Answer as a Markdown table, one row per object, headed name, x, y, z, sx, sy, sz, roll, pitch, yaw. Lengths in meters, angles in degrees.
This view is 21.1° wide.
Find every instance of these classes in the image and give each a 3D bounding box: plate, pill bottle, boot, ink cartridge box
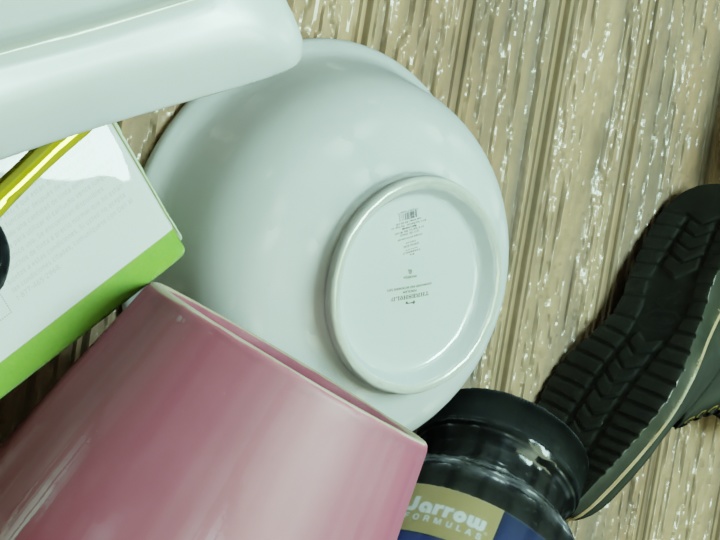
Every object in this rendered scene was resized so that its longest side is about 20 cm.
| name | x | y | z | sx | sy | sz | roll | pitch | yaw |
| --- | --- | --- | --- | --- | --- | --- | --- | --- | --- |
| plate | -0.132 | -0.140 | 0.674 | 0.199 | 0.032 | 0.200 | -21 | 81 | -33 |
| pill bottle | 0.036 | 0.158 | 0.891 | 0.112 | 0.111 | 0.201 | 52 | 48 | -33 |
| boot | 0.178 | 0.074 | 1.034 | 0.200 | 0.077 | 0.138 | -53 | 130 | -15 |
| ink cartridge box | -0.180 | -0.050 | 0.728 | 0.148 | 0.076 | 0.201 | -39 | 115 | -24 |

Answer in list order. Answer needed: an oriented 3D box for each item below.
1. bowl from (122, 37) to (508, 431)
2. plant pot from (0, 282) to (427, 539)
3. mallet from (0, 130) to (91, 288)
| name | x | y | z | sx | sy | sz | roll | pitch | yaw |
| --- | --- | --- | --- | --- | --- | --- | --- | --- | --- |
| bowl | 0.000 | 0.000 | 0.867 | 0.200 | 0.090 | 0.202 | -10 | 106 | -36 |
| plant pot | -0.072 | 0.112 | 0.749 | 0.200 | 0.200 | 0.180 | 31 | 89 | -38 |
| mallet | -0.110 | -0.052 | 0.712 | 0.041 | 0.066 | 0.200 | 52 | 53 | -18 |
